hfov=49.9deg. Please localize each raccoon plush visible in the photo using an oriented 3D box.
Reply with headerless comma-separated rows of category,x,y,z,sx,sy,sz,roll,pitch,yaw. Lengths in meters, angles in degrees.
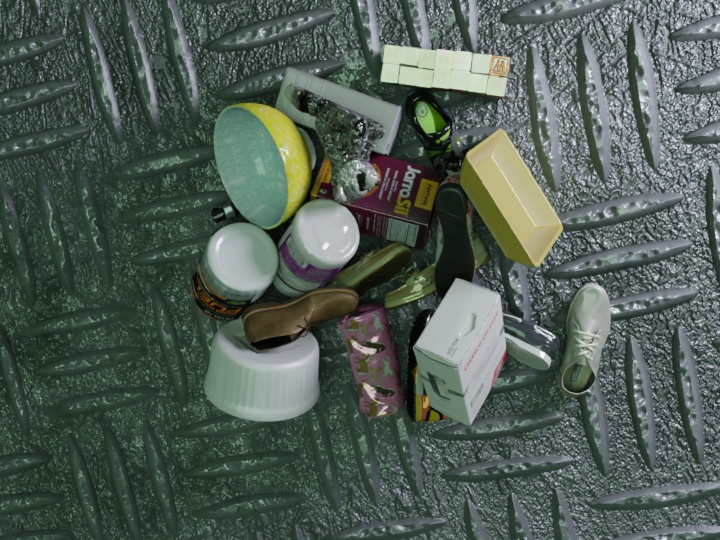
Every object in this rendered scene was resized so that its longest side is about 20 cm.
raccoon plush,-0.048,-0.190,1.207,0.199,0.096,0.135,32,106,32

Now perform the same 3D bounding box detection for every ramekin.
ramekin,-0.162,0.159,1.314,0.198,0.201,0.099,11,114,6

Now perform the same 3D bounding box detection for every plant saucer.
plant saucer,0.233,-0.112,1.231,0.048,0.200,0.201,-30,95,33

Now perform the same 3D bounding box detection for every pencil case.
pencil case,0.021,0.157,1.345,0.086,0.083,0.202,-7,108,27

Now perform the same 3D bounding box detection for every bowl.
bowl,-0.137,-0.178,1.240,0.199,0.107,0.202,30,133,38

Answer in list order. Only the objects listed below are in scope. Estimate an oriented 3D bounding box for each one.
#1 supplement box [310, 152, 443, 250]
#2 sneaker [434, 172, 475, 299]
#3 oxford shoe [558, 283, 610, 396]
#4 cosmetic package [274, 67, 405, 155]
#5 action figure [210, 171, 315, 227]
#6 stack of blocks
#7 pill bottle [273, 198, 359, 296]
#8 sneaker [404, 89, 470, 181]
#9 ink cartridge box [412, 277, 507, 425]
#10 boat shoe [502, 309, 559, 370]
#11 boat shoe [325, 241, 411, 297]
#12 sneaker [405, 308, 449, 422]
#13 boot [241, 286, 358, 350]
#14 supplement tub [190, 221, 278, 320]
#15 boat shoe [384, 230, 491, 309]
supplement box,0.026,-0.123,1.281,0.198,0.086,0.111,15,65,5
sneaker,0.158,-0.058,1.262,0.066,0.108,0.204,1,115,16
oxford shoe,0.380,0.123,1.310,0.074,0.058,0.202,12,100,9
cosmetic package,-0.032,-0.261,1.279,0.198,0.107,0.091,17,101,3
action figure,-0.159,-0.119,1.344,0.198,0.069,0.131,-24,89,8
stack of blocks,0.135,-0.318,1.239,0.197,0.115,0.059,9,101,7
pill bottle,-0.084,-0.028,1.279,0.111,0.200,0.114,8,67,-20
sneaker,0.135,-0.208,1.274,0.070,0.083,0.201,-33,96,12
ink cartridge box,0.164,0.132,1.235,0.084,0.201,0.146,22,63,26
boat shoe,0.243,0.098,1.325,0.199,0.076,0.061,30,65,12
boat shoe,0.001,0.000,1.316,0.200,0.073,0.064,-37,65,36
sneaker,0.133,0.166,1.357,0.089,0.070,0.203,3,98,-13
boot,-0.093,0.084,1.276,0.198,0.076,0.074,-15,133,-5
supplement tub,-0.216,0.010,1.299,0.121,0.200,0.124,7,67,-18
boat shoe,0.123,0.003,1.324,0.198,0.073,0.063,-28,88,1
